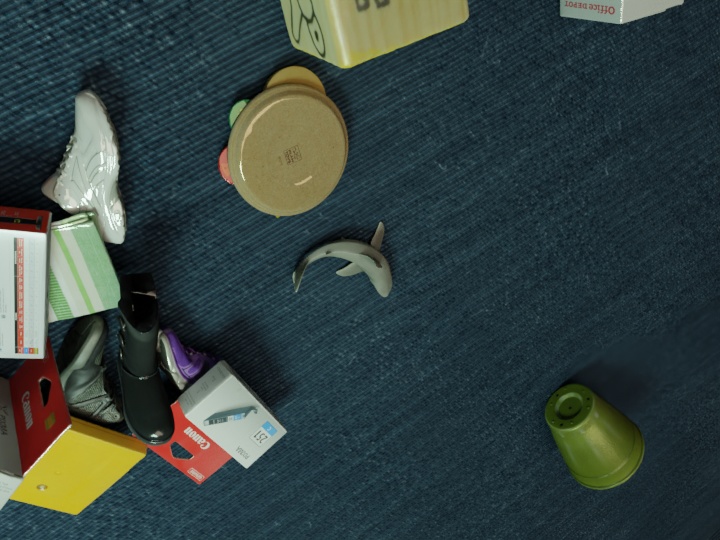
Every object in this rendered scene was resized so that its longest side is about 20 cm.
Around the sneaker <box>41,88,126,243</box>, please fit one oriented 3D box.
[{"bbox_3d":[-0.354,-0.124,0.808,0.097,0.078,0.205,-7,117,-22],"label":"sneaker"}]

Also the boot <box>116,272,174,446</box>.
[{"bbox_3d":[-0.291,0.125,0.870,0.065,0.166,0.202,-15,149,-35],"label":"boot"}]

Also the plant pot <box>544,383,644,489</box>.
[{"bbox_3d":[0.541,0.377,1.522,0.200,0.200,0.193,-44,115,-2],"label":"plant pot"}]

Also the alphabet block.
[{"bbox_3d":[0.000,-0.398,0.798,0.193,0.195,0.204,-25,125,-14],"label":"alphabet block"}]

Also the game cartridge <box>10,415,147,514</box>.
[{"bbox_3d":[-0.446,0.286,0.946,0.199,0.033,0.175,-40,130,21],"label":"game cartridge"}]

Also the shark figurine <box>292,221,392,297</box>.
[{"bbox_3d":[-0.011,-0.014,1.055,0.210,0.089,0.131,7,110,-34],"label":"shark figurine"}]

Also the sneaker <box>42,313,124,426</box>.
[{"bbox_3d":[-0.388,0.156,0.932,0.112,0.076,0.203,16,108,-36],"label":"sneaker"}]

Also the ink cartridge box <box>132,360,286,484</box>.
[{"bbox_3d":[-0.232,0.260,1.018,0.175,0.045,0.201,-40,137,-9],"label":"ink cartridge box"}]

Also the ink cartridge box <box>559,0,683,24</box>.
[{"bbox_3d":[0.414,-0.514,1.004,0.142,0.147,0.204,-22,123,-18],"label":"ink cartridge box"}]

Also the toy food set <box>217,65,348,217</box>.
[{"bbox_3d":[-0.109,-0.177,0.937,0.197,0.049,0.201,-40,128,-6],"label":"toy food set"}]

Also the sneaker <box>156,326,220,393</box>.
[{"bbox_3d":[-0.266,0.150,1.011,0.083,0.080,0.202,-44,138,-20],"label":"sneaker"}]

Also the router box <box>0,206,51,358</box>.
[{"bbox_3d":[-0.473,0.015,0.769,0.175,0.049,0.203,5,125,-24],"label":"router box"}]

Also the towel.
[{"bbox_3d":[-0.424,0.007,0.830,0.195,0.024,0.155,-13,130,-11],"label":"towel"}]

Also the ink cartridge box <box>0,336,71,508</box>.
[{"bbox_3d":[-0.460,0.196,0.819,0.177,0.200,0.045,-50,133,2],"label":"ink cartridge box"}]
